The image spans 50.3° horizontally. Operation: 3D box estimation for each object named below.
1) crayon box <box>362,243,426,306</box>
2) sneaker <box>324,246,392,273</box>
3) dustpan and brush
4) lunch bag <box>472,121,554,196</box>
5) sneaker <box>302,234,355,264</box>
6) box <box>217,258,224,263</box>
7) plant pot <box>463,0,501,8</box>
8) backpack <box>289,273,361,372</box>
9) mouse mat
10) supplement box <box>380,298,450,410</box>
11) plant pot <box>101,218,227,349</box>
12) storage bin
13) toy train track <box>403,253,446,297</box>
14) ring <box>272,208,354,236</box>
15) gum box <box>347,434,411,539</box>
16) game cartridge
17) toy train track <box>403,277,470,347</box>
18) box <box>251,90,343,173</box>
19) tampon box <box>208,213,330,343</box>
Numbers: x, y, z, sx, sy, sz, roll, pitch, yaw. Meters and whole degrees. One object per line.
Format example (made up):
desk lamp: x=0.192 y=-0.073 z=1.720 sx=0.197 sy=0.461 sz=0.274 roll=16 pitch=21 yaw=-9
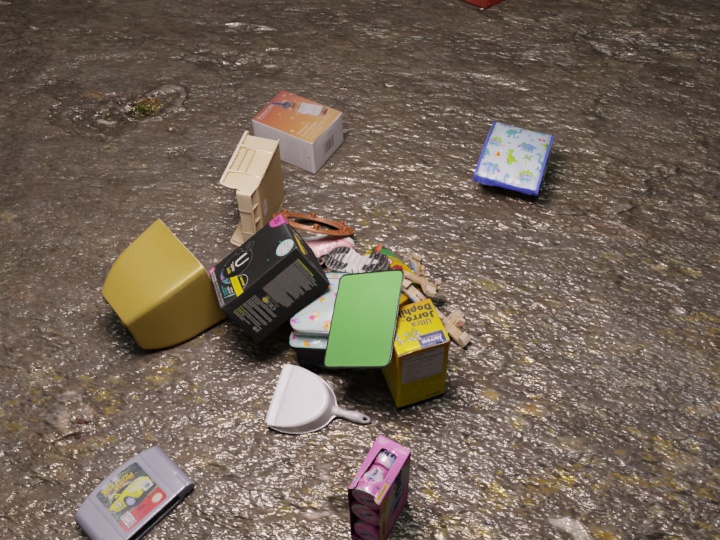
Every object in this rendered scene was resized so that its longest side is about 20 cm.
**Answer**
crayon box: x=0.063 y=0.038 z=1.749 sx=0.126 sy=0.051 sz=0.200 roll=-33 pitch=57 yaw=-24
sneaker: x=0.000 y=0.000 z=1.709 sx=0.198 sy=0.091 sz=0.067 roll=10 pitch=58 yaw=44
dustpan and brush: x=-0.078 y=0.277 z=1.559 sx=0.197 sy=0.057 sz=0.141 roll=8 pitch=61 yaw=17
lunch bag: x=0.388 y=-0.268 z=1.948 sx=0.168 sy=0.129 sz=0.201 roll=14 pitch=42 yaw=13
sneaker: x=-0.112 y=-0.026 z=1.796 sx=0.197 sy=0.076 sz=0.106 roll=0 pitch=52 yaw=5
box: x=-0.230 y=-0.006 z=1.762 sx=0.198 sy=0.021 sz=0.165 roll=-29 pitch=48 yaw=8
plant pot: x=0.415 y=-0.985 z=2.524 sx=0.199 sy=0.201 sz=0.177 roll=-31 pitch=68 yaw=-22
backpack: x=-0.056 y=0.096 z=1.637 sx=0.173 sy=0.154 sz=0.202 roll=0 pitch=46 yaw=16
mouse mat: x=0.006 y=0.094 z=1.497 sx=0.159 sy=0.008 sz=0.203 roll=-5 pitch=63 yaw=35
supplement box: x=0.106 y=0.170 z=1.537 sx=0.107 sy=0.201 sz=0.110 roll=-15 pitch=51 yaw=-11
plant pot: x=-0.439 y=0.053 z=1.672 sx=0.199 sy=0.195 sz=0.195 roll=-39 pitch=58 yaw=-17
storage bin: x=-0.258 y=-0.188 z=1.855 sx=0.092 sy=0.201 sz=0.200 roll=11 pitch=51 yaw=9
toy train track: x=0.143 y=0.001 z=1.733 sx=0.114 sy=0.033 sz=0.200 roll=27 pitch=18 yaw=-17
ring: x=-0.110 y=-0.117 z=1.828 sx=0.198 sy=0.019 sz=0.201 roll=13 pitch=12 yaw=-3
gum box: x=0.034 y=0.391 z=1.352 sx=0.065 sy=0.201 sz=0.114 roll=22 pitch=52 yaw=20
game cartridge: x=-0.429 y=0.430 z=1.446 sx=0.132 sy=0.041 sz=0.200 roll=32 pitch=57 yaw=30
toy train track: x=0.162 y=0.085 z=1.669 sx=0.200 sy=0.033 sz=0.115 roll=43 pitch=52 yaw=9
box: x=-0.167 y=-0.376 z=2.071 sx=0.198 sy=0.107 sz=0.153 roll=23 pitch=54 yaw=20
tampon box: x=-0.190 y=0.014 z=1.592 sx=0.199 sy=0.126 sz=0.150 roll=-39 pitch=37 yaw=4
